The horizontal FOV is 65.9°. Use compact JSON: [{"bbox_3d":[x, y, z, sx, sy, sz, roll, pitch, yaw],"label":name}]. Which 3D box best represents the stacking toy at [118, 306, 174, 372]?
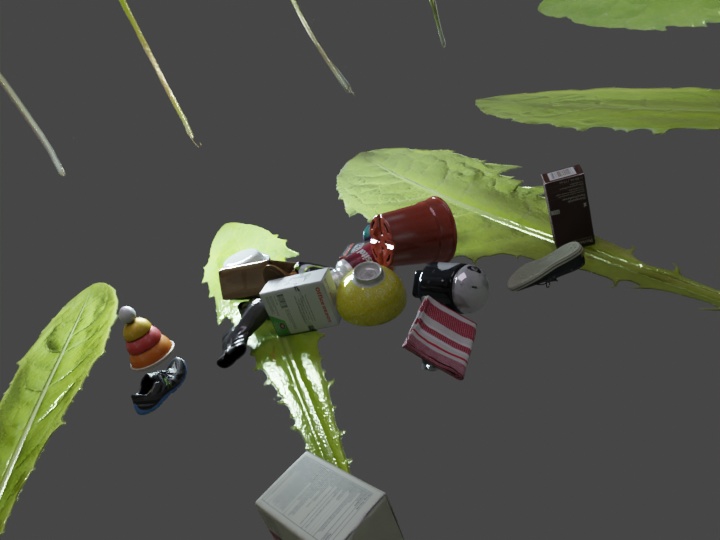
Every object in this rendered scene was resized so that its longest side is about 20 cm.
[{"bbox_3d":[-0.675,0.194,1.703,0.144,0.202,0.147,-17,24,8],"label":"stacking toy"}]

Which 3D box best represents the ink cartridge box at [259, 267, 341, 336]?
[{"bbox_3d":[-0.161,0.091,1.567,0.197,0.148,0.084,-11,24,19],"label":"ink cartridge box"}]

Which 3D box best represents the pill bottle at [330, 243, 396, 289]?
[{"bbox_3d":[0.000,0.000,1.663,0.199,0.114,0.113,-31,26,-19],"label":"pill bottle"}]

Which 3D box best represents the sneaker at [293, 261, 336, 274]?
[{"bbox_3d":[-0.131,0.005,1.685,0.082,0.199,0.072,33,95,27],"label":"sneaker"}]

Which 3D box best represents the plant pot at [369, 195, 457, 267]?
[{"bbox_3d":[0.140,-0.099,1.583,0.193,0.204,0.200,-11,19,-24],"label":"plant pot"}]

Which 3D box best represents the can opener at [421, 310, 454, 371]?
[{"bbox_3d":[0.178,0.149,1.262,0.053,0.068,0.201,-7,31,26],"label":"can opener"}]

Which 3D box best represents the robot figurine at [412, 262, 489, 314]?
[{"bbox_3d":[0.224,0.040,1.380,0.198,0.126,0.150,4,34,45],"label":"robot figurine"}]

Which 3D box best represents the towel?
[{"bbox_3d":[0.182,0.141,1.225,0.143,0.023,0.200,30,35,4],"label":"towel"}]

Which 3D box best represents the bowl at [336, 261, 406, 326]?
[{"bbox_3d":[0.024,0.043,1.494,0.197,0.109,0.202,-5,39,4],"label":"bowl"}]

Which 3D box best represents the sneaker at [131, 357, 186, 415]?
[{"bbox_3d":[-0.547,0.303,1.517,0.070,0.084,0.200,-7,28,28],"label":"sneaker"}]

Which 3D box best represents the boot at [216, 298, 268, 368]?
[{"bbox_3d":[-0.323,0.182,1.565,0.200,0.069,0.132,-49,21,14],"label":"boot"}]

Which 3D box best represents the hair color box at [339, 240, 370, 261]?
[{"bbox_3d":[0.042,-0.056,1.807,0.197,0.062,0.102,-9,26,24],"label":"hair color box"}]

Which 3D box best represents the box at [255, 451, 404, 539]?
[{"bbox_3d":[-0.051,0.398,0.882,0.198,0.110,0.127,8,37,47],"label":"box"}]

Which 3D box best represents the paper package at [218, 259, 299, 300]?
[{"bbox_3d":[-0.314,0.034,1.773,0.197,0.105,0.190,-10,-6,28],"label":"paper package"}]

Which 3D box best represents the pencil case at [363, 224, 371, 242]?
[{"bbox_3d":[0.111,-0.122,1.859,0.197,0.092,0.086,-6,61,29],"label":"pencil case"}]

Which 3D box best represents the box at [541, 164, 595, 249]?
[{"bbox_3d":[0.541,-0.160,1.446,0.099,0.202,0.075,-14,27,17],"label":"box"}]

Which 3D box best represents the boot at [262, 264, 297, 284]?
[{"bbox_3d":[-0.208,0.026,1.694,0.073,0.200,0.155,-35,23,23],"label":"boot"}]

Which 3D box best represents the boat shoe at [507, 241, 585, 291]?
[{"bbox_3d":[0.454,0.004,1.352,0.198,0.062,0.075,-30,25,18],"label":"boat shoe"}]

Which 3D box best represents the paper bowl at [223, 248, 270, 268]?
[{"bbox_3d":[-0.420,-0.006,2.031,0.198,0.106,0.201,-17,23,8],"label":"paper bowl"}]

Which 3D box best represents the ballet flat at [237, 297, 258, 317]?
[{"bbox_3d":[-0.300,0.113,1.734,0.197,0.064,0.068,-10,28,23],"label":"ballet flat"}]
